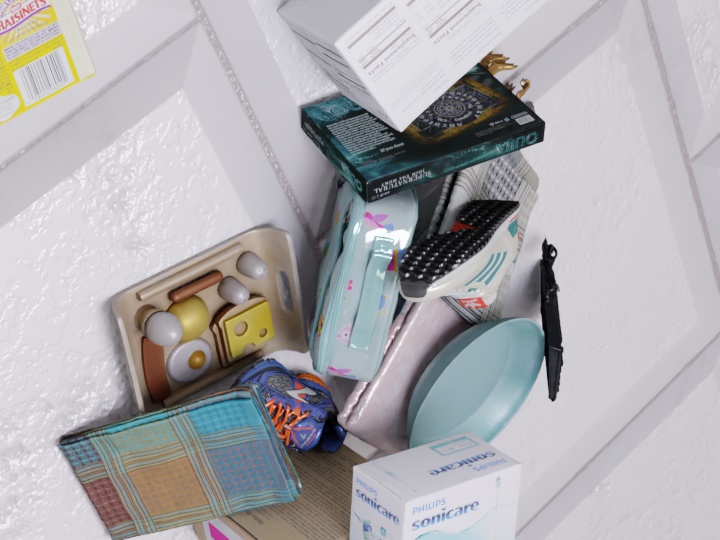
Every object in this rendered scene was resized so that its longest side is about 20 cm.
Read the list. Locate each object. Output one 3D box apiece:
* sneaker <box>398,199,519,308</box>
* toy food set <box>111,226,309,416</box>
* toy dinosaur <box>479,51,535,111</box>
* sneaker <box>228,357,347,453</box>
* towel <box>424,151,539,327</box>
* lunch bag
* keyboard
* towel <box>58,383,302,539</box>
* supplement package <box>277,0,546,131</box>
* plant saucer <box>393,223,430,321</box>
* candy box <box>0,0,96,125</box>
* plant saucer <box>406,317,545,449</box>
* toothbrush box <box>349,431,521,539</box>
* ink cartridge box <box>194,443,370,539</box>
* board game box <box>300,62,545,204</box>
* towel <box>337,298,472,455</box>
[{"bbox_3d":[0.102,0.004,1.441,0.200,0.070,0.094,-41,129,-52],"label":"sneaker"},{"bbox_3d":[-0.141,0.061,1.458,0.200,0.060,0.144,-27,125,-28],"label":"toy food set"},{"bbox_3d":[0.127,-0.170,1.578,0.200,0.060,0.107,-8,116,-37],"label":"toy dinosaur"},{"bbox_3d":[-0.072,0.141,1.502,0.075,0.078,0.200,-51,152,15],"label":"sneaker"},{"bbox_3d":[0.132,-0.050,1.570,0.193,0.034,0.201,41,62,-54],"label":"towel"},{"bbox_3d":[0.000,0.000,1.479,0.077,0.160,0.201,11,108,-4],"label":"lunch bag"},{"bbox_3d":[0.213,0.044,1.681,0.021,0.200,0.127,-2,119,4],"label":"keyboard"},{"bbox_3d":[-0.170,0.189,1.441,0.199,0.022,0.147,-16,124,8],"label":"towel"},{"bbox_3d":[0.052,-0.248,1.379,0.200,0.156,0.111,-41,119,-4],"label":"supplement package"},{"bbox_3d":[0.085,0.015,1.631,0.201,0.039,0.202,-28,132,-37],"label":"plant saucer"},{"bbox_3d":[-0.317,-0.162,1.229,0.200,0.026,0.102,-33,125,-25],"label":"candy box"},{"bbox_3d":[0.115,0.125,1.599,0.200,0.036,0.200,-32,144,-27],"label":"plant saucer"},{"bbox_3d":[0.068,0.273,1.439,0.146,0.085,0.201,-13,117,-35],"label":"toothbrush box"},{"bbox_3d":[-0.054,0.251,1.522,0.164,0.200,0.075,-24,123,-29],"label":"ink cartridge box"},{"bbox_3d":[0.060,-0.141,1.462,0.199,0.135,0.028,-20,135,-22],"label":"board game box"},{"bbox_3d":[0.069,0.111,1.612,0.191,0.032,0.200,-60,145,-6],"label":"towel"}]
